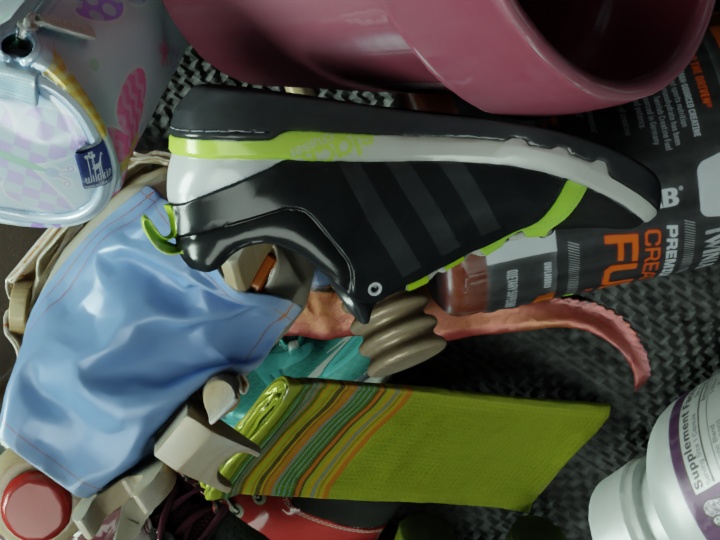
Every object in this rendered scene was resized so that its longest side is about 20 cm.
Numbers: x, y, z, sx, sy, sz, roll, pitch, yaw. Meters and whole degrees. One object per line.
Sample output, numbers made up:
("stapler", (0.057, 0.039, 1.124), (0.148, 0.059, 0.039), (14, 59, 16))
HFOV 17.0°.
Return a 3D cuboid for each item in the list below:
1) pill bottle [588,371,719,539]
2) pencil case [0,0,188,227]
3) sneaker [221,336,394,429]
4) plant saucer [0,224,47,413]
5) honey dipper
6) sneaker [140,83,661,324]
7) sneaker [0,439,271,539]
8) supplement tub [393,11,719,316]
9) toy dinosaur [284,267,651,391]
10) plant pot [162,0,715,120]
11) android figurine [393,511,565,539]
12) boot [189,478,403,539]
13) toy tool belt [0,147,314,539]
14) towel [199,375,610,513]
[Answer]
("pill bottle", (0.206, 0.090, 1.126), (0.112, 0.113, 0.200), (40, 125, -19))
("pencil case", (-0.113, -0.107, 0.992), (0.082, 0.201, 0.091), (2, 130, 17))
("sneaker", (-0.064, 0.045, 1.182), (0.199, 0.078, 0.080), (-14, 114, 23))
("plant saucer", (-0.218, -0.012, 1.110), (0.199, 0.201, 0.032), (23, 158, -5))
("honey dipper", (-0.017, -0.051, 1.050), (0.038, 0.038, 0.201), (-30, 77, 31))
("sneaker", (0.015, -0.021, 0.923), (0.198, 0.072, 0.084), (7, 95, -11))
("sneaker", (-0.114, 0.101, 1.152), (0.199, 0.076, 0.116), (19, 127, 19))
("supplement tub", (0.119, -0.050, 1.022), (0.198, 0.107, 0.108), (-12, 127, -4))
("toy dinosaur", (0.000, 0.000, 1.077), (0.181, 0.200, 0.105), (-28, 139, -20))
("plant pot", (0.019, -0.150, 0.946), (0.178, 0.201, 0.201), (-10, 126, 39))
("android figurine", (0.036, 0.206, 1.265), (0.181, 0.041, 0.201), (2, 131, -18))
("boot", (-0.081, 0.114, 1.240), (0.199, 0.073, 0.145), (15, 129, -9))
("toy tool belt", (-0.098, 0.044, 0.998), (0.124, 0.123, 0.201), (34, 99, -9))
("towel", (0.024, 0.086, 1.161), (0.199, 0.018, 0.086), (7, 139, -35))
